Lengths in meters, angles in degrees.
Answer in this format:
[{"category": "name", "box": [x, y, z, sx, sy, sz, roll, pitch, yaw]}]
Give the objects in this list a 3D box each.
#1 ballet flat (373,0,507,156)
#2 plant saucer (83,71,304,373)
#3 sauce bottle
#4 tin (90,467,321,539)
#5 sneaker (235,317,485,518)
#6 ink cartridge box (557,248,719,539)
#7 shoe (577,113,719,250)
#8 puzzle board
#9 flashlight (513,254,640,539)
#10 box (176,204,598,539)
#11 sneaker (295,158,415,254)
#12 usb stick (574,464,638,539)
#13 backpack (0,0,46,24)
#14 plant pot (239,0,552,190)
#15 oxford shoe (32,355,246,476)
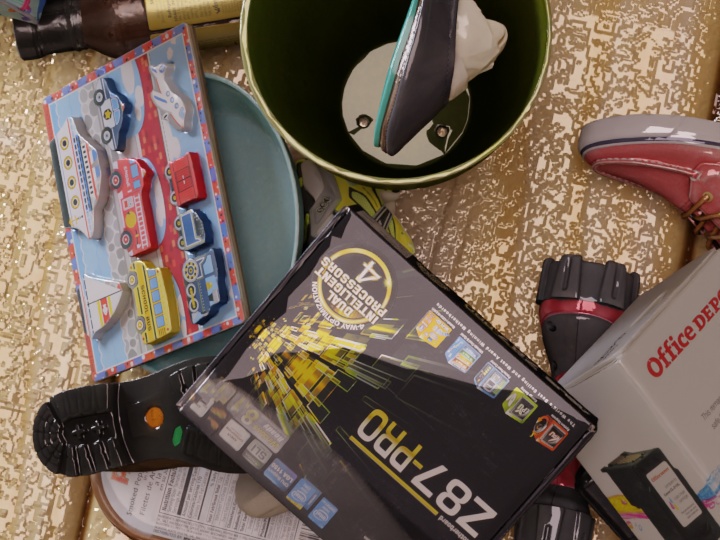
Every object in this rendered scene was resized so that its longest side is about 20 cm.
[{"category": "ballet flat", "box": [0.056, -0.161, 1.294, 0.073, 0.073, 0.201, 10, 79, 4]}, {"category": "plant saucer", "box": [-0.102, -0.028, 1.457, 0.199, 0.036, 0.201, -1, 88, 42]}, {"category": "sauce bottle", "box": [-0.134, -0.177, 1.508, 0.199, 0.065, 0.065, -7, 81, 1]}, {"category": "tin", "box": [-0.081, 0.139, 1.472, 0.199, 0.042, 0.113, 14, 78, 5]}, {"category": "sneaker", "box": [0.017, 0.115, 1.421, 0.199, 0.075, 0.089, -32, 116, 11]}, {"category": "ink cartridge box", "box": [0.225, 0.109, 1.386, 0.200, 0.083, 0.146, 53, 47, -3]}, {"category": "shoe", "box": [0.238, -0.043, 1.466, 0.199, 0.072, 0.092, 8, 76, -1]}, {"category": "puzzle board", "box": [-0.146, -0.042, 1.462, 0.150, 0.017, 0.201, -22, 74, 39]}, {"category": "flashlight", "box": [0.136, 0.093, 1.449, 0.067, 0.068, 0.201, 18, 75, -29]}, {"category": "box", "box": [0.016, 0.085, 1.330, 0.200, 0.049, 0.161, 42, 99, 4]}, {"category": "sneaker", "box": [0.000, 0.000, 1.432, 0.076, 0.076, 0.201, 1, 46, -10]}, {"category": "usb stick", "box": [0.213, 0.185, 1.423, 0.200, 0.033, 0.055, 48, 64, -10]}, {"category": "backpack", "box": [-0.272, -0.256, 1.444, 0.177, 0.200, 0.151, 18, 79, 27]}, {"category": "plant pot", "box": [0.024, -0.128, 1.425, 0.186, 0.200, 0.188, 0, 81, 2]}, {"category": "oxford shoe", "box": [-0.100, 0.092, 1.413, 0.199, 0.084, 0.073, -3, 86, 19]}]
